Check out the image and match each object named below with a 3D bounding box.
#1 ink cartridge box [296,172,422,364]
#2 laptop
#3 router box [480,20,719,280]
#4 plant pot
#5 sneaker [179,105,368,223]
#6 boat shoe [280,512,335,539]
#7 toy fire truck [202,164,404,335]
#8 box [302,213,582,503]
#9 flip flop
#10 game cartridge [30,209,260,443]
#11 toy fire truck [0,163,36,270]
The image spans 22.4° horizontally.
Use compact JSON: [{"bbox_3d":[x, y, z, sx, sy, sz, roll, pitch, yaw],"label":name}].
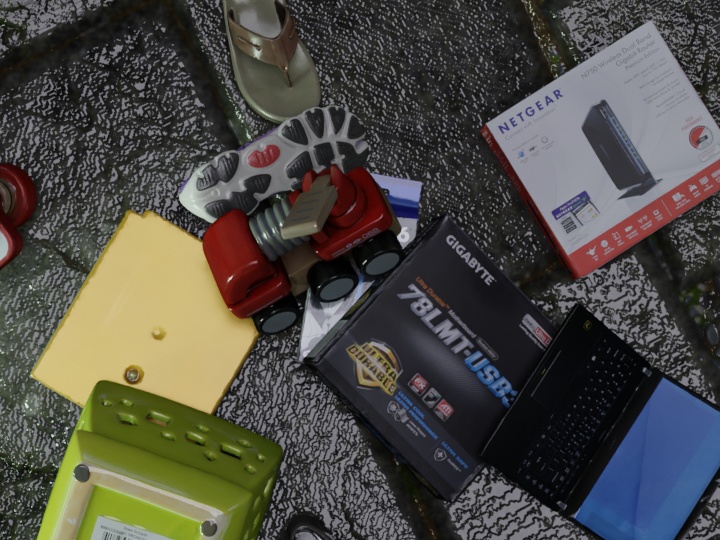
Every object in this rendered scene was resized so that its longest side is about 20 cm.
[{"bbox_3d":[0.000,0.000,1.785,0.099,0.039,0.201,9,85,-2],"label":"ink cartridge box"},{"bbox_3d":[0.247,0.164,1.749,0.200,0.103,0.178,38,83,-35],"label":"laptop"},{"bbox_3d":[0.249,-0.118,1.801,0.199,0.049,0.180,-33,88,-5],"label":"router box"},{"bbox_3d":[-0.197,0.236,1.668,0.199,0.182,0.200,20,98,0],"label":"plant pot"},{"bbox_3d":[-0.088,-0.108,1.772,0.199,0.083,0.081,-19,102,-20],"label":"sneaker"},{"bbox_3d":[-0.019,0.328,1.750,0.067,0.057,0.201,-29,88,-5],"label":"boat shoe"},{"bbox_3d":[-0.064,-0.031,1.655,0.175,0.200,0.129,-29,62,7],"label":"toy fire truck"},{"bbox_3d":[0.080,0.085,1.753,0.199,0.050,0.200,-46,101,-11],"label":"box"},{"bbox_3d":[-0.093,-0.239,1.786,0.081,0.058,0.201,-14,87,-4],"label":"flip flop"},{"bbox_3d":[-0.197,0.062,1.775,0.176,0.032,0.201,31,82,-1],"label":"game cartridge"},{"bbox_3d":[-0.421,-0.066,1.742,0.168,0.112,0.200,-37,88,19],"label":"toy fire truck"}]
